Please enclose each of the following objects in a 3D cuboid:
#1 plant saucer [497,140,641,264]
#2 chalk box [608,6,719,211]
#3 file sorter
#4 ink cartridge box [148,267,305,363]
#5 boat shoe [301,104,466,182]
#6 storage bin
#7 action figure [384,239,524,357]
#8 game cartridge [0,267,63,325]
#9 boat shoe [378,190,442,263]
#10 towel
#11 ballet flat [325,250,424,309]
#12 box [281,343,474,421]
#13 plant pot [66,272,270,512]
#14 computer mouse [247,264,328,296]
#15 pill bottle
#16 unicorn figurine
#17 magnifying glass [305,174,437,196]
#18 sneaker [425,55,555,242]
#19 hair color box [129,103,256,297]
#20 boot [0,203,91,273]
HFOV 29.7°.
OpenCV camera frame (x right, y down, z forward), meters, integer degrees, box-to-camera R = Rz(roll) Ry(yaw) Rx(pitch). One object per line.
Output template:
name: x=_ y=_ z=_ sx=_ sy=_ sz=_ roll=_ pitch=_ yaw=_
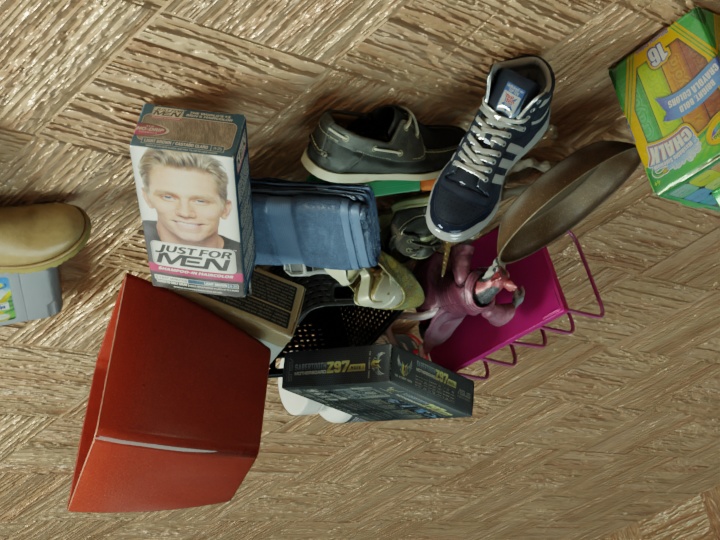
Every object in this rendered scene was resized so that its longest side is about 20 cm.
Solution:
plant saucer: x=0.223 y=-0.082 z=1.493 sx=0.200 sy=0.037 sz=0.200 roll=-33 pitch=166 yaw=-10
chalk box: x=0.360 y=-0.141 z=1.376 sx=0.124 sy=0.201 sz=0.124 roll=9 pitch=146 yaw=-43
file sorter: x=0.189 y=0.040 z=1.734 sx=0.200 sy=0.139 sz=0.125 roll=-31 pitch=153 yaw=31
ink cartridge box: x=-0.178 y=0.064 z=1.570 sx=0.164 sy=0.075 sz=0.200 roll=22 pitch=143 yaw=-13
boat shoe: x=0.037 y=-0.131 z=1.366 sx=0.200 sy=0.072 sz=0.068 roll=-6 pitch=126 yaw=-35
storage bin: x=-0.048 y=0.046 z=1.660 sx=0.135 sy=0.094 sz=0.200 roll=-2 pitch=153 yaw=-28
action figure: x=0.111 y=0.022 z=1.609 sx=0.149 sy=0.134 sz=0.200 roll=-39 pitch=-170 yaw=-21
game cartridge: x=-0.423 y=0.023 z=1.455 sx=0.199 sy=0.041 sz=0.133 roll=-10 pitch=151 yaw=-13
boat shoe: x=0.065 y=-0.046 z=1.500 sx=0.072 sy=0.066 sz=0.201 roll=-11 pitch=176 yaw=-14
towel: x=-0.081 y=-0.049 z=1.391 sx=0.199 sy=0.049 sz=0.112 roll=3 pitch=141 yaw=10
ballet flat: x=0.000 y=0.000 z=1.504 sx=0.071 sy=0.071 sz=0.200 roll=-26 pitch=128 yaw=22
box: x=0.024 y=0.139 z=1.657 sx=0.157 sy=0.051 sz=0.200 roll=-6 pitch=160 yaw=34
plant pot: x=-0.202 y=0.152 z=1.479 sx=0.176 sy=0.200 sz=0.200 roll=14 pitch=144 yaw=-13
computer mouse: x=-0.062 y=-0.026 z=1.521 sx=0.200 sy=0.110 sz=0.044 roll=0 pitch=-171 yaw=-44
pill bottle: x=-0.005 y=0.149 z=1.871 sx=0.199 sy=0.120 sz=0.120 roll=-1 pitch=152 yaw=-30
unicorn figurine: x=0.150 y=-0.098 z=1.515 sx=0.137 sy=0.074 sz=0.200 roll=-11 pitch=139 yaw=-9
magnifying glass: x=0.042 y=-0.091 z=1.413 sx=0.199 sy=0.022 sz=0.080 roll=-3 pitch=-164 yaw=8
sneaker: x=0.128 y=-0.127 z=1.336 sx=0.200 sy=0.070 sz=0.109 roll=-54 pitch=164 yaw=-24
hair color box: x=-0.158 y=-0.063 z=1.305 sx=0.100 sy=0.061 sz=0.200 roll=7 pitch=140 yaw=5
boot: x=-0.362 y=-0.061 z=1.277 sx=0.175 sy=0.066 sz=0.200 roll=-15 pitch=154 yaw=-2
